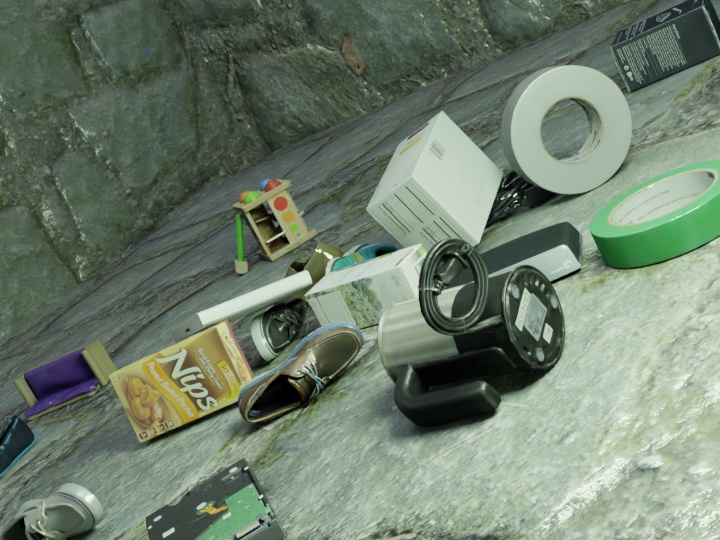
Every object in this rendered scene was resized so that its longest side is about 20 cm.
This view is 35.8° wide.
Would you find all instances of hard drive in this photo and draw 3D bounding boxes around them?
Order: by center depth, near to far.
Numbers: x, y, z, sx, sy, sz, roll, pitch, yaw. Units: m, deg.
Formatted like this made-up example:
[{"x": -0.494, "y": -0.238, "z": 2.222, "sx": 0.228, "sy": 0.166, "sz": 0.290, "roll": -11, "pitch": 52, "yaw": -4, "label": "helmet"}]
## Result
[{"x": -0.165, "y": 0.285, "z": 1.237, "sx": 0.139, "sy": 0.038, "sz": 0.200, "roll": -31, "pitch": 13, "yaw": -10, "label": "hard drive"}, {"x": 0.206, "y": -0.002, "z": 1.534, "sx": 0.199, "sy": 0.042, "sz": 0.135, "roll": -23, "pitch": 15, "yaw": 20, "label": "hard drive"}, {"x": -0.187, "y": 0.057, "z": 1.754, "sx": 0.199, "sy": 0.026, "sz": 0.132, "roll": -22, "pitch": -4, "yaw": -31, "label": "hard drive"}]

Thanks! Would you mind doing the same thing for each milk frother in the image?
[{"x": 0.091, "y": 0.052, "z": 1.242, "sx": 0.188, "sy": 0.200, "sz": 0.181, "roll": -17, "pitch": 21, "yaw": 40, "label": "milk frother"}]

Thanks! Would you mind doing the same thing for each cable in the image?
[{"x": 0.254, "y": -0.134, "z": 1.901, "sx": 0.199, "sy": 0.051, "sz": 0.163, "roll": -30, "pitch": 15, "yaw": -2, "label": "cable"}]

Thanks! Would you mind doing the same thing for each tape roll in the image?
[{"x": 0.393, "y": -0.074, "z": 1.419, "sx": 0.200, "sy": 0.048, "sz": 0.201, "roll": -27, "pitch": 14, "yaw": 7, "label": "tape roll"}, {"x": 0.326, "y": -0.224, "z": 1.770, "sx": 0.200, "sy": 0.201, "sz": 0.066, "roll": -29, "pitch": 12, "yaw": -3, "label": "tape roll"}]

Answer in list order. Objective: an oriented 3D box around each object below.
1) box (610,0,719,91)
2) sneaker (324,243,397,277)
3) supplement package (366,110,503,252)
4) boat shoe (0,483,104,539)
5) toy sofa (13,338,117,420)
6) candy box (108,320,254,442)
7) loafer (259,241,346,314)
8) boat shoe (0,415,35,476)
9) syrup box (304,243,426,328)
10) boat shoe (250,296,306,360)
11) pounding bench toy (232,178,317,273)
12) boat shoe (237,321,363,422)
[{"x": 0.623, "y": -0.462, "z": 2.253, "sx": 0.199, "sy": 0.105, "sz": 0.148, "roll": -21, "pitch": 15, "yaw": 27, "label": "box"}, {"x": 0.000, "y": 0.000, "z": 1.880, "sx": 0.079, "sy": 0.078, "sz": 0.200, "roll": -10, "pitch": 21, "yaw": 30, "label": "sneaker"}, {"x": 0.123, "y": -0.128, "z": 1.800, "sx": 0.111, "sy": 0.156, "sz": 0.200, "roll": -35, "pitch": 19, "yaw": 37, "label": "supplement package"}, {"x": -0.416, "y": 0.336, "z": 1.484, "sx": 0.200, "sy": 0.072, "sz": 0.066, "roll": -17, "pitch": 22, "yaw": 41, "label": "boat shoe"}, {"x": -0.599, "y": 0.220, "z": 2.234, "sx": 0.199, "sy": 0.083, "sz": 0.098, "roll": -22, "pitch": 14, "yaw": 24, "label": "toy sofa"}, {"x": -0.267, "y": 0.168, "z": 1.683, "sx": 0.199, "sy": 0.116, "sz": 0.055, "roll": -24, "pitch": 3, "yaw": 17, "label": "candy box"}, {"x": -0.109, "y": 0.020, "z": 1.965, "sx": 0.200, "sy": 0.067, "sz": 0.076, "roll": -41, "pitch": 10, "yaw": 14, "label": "loafer"}, {"x": -0.661, "y": 0.330, "z": 1.983, "sx": 0.084, "sy": 0.069, "sz": 0.200, "roll": -24, "pitch": 15, "yaw": 19, "label": "boat shoe"}, {"x": 0.020, "y": 0.032, "z": 1.703, "sx": 0.199, "sy": 0.079, "sz": 0.081, "roll": -18, "pitch": 17, "yaw": 38, "label": "syrup box"}, {"x": -0.126, "y": 0.088, "z": 1.828, "sx": 0.066, "sy": 0.070, "sz": 0.200, "roll": -27, "pitch": 6, "yaw": 13, "label": "boat shoe"}, {"x": -0.231, "y": -0.104, "z": 2.526, "sx": 0.200, "sy": 0.156, "sz": 0.124, "roll": -32, "pitch": 14, "yaw": -13, "label": "pounding bench toy"}, {"x": -0.077, "y": 0.148, "z": 1.516, "sx": 0.200, "sy": 0.072, "sz": 0.072, "roll": -37, "pitch": 18, "yaw": 6, "label": "boat shoe"}]
